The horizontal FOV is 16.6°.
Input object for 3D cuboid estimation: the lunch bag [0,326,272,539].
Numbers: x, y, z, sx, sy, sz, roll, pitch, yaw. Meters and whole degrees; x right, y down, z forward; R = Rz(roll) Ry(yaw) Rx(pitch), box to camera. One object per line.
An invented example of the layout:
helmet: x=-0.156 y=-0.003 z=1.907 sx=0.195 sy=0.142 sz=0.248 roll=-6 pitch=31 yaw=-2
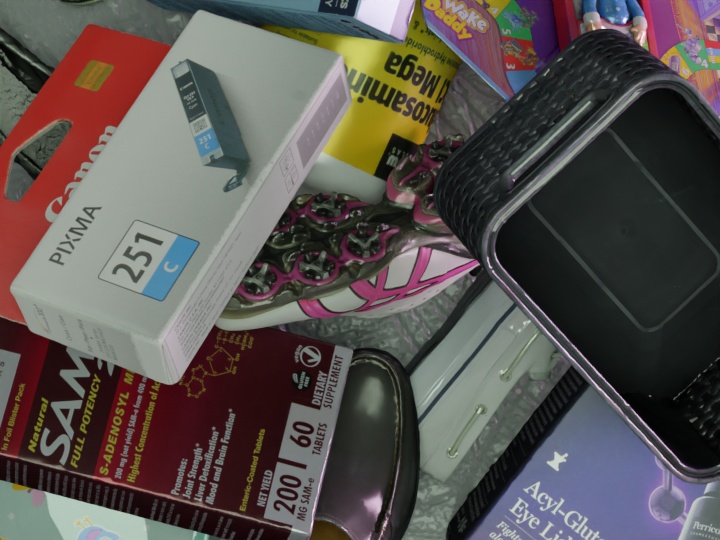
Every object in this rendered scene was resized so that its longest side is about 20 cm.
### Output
lunch bag: x=-0.152 y=0.096 z=1.407 sx=0.169 sy=0.122 sz=0.201 roll=14 pitch=93 yaw=0

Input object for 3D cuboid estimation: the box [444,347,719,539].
box: x=0.165 y=0.123 z=1.416 sx=0.148 sy=0.104 sz=0.200 roll=37 pitch=94 yaw=-2

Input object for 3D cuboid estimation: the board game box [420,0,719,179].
board game box: x=0.129 y=-0.146 z=1.333 sx=0.200 sy=0.039 sz=0.158 roll=43 pitch=58 yaw=1

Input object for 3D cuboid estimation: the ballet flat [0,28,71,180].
ballet flat: x=-0.187 y=-0.087 z=1.427 sx=0.199 sy=0.057 sz=0.067 roll=34 pitch=94 yaw=-2

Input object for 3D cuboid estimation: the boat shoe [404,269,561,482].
boat shoe: x=0.088 y=0.036 z=1.433 sx=0.067 sy=0.074 sz=0.200 roll=39 pitch=106 yaw=-5

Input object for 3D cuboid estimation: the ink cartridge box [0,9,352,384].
ink cartridge box: x=-0.126 y=-0.053 z=1.303 sx=0.175 sy=0.045 sz=0.201 roll=18 pitch=60 yaw=23

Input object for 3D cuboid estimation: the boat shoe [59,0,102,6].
boat shoe: x=-0.176 y=-0.253 z=1.410 sx=0.074 sy=0.066 sz=0.201 roll=-4 pitch=94 yaw=1

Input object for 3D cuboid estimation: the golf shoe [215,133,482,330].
golf shoe: x=0.000 y=0.000 z=1.339 sx=0.199 sy=0.073 sz=0.092 roll=-20 pitch=138 yaw=-27

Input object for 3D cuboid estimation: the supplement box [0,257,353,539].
supplement box: x=-0.113 y=0.074 z=1.326 sx=0.199 sy=0.061 sz=0.109 roll=14 pitch=71 yaw=-3

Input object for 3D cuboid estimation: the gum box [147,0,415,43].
gum box: x=-0.034 y=-0.220 z=1.349 sx=0.044 sy=0.199 sz=0.171 roll=21 pitch=85 yaw=-46

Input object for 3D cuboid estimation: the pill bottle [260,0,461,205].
pill bottle: x=-0.009 y=-0.106 z=1.397 sx=0.112 sy=0.112 sz=0.201 roll=25 pitch=94 yaw=-1

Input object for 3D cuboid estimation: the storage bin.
storage bin: x=0.150 y=-0.007 z=1.270 sx=0.135 sy=0.094 sz=0.200 roll=-43 pitch=113 yaw=3

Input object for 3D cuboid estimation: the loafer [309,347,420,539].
loafer: x=-0.010 y=0.141 z=1.379 sx=0.072 sy=0.072 sz=0.201 roll=9 pitch=84 yaw=8
